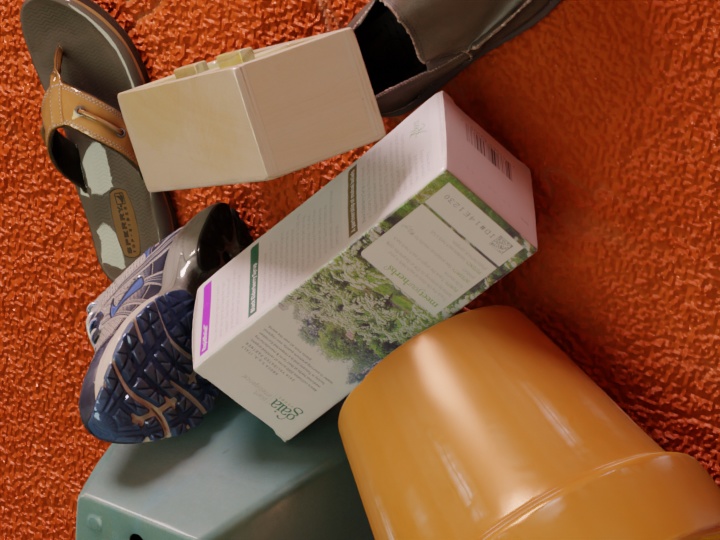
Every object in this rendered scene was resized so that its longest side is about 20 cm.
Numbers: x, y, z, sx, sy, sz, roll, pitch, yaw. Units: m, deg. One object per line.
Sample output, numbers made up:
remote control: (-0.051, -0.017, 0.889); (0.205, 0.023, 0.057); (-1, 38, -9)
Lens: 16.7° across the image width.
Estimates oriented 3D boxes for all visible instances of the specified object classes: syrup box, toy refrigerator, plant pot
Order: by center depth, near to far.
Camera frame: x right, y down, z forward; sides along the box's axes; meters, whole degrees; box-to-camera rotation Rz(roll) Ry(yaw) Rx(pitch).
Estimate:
plant pot: (0.084, 0.129, 1.360); (0.200, 0.199, 0.184); (-51, 61, 35)
syrup box: (0.000, 0.000, 1.385); (0.200, 0.082, 0.079); (-38, 119, 25)
toy refrigerator: (-0.066, -0.091, 1.387); (0.200, 0.076, 0.070); (1, 110, 67)
plant pot: (-0.075, 0.151, 1.456); (0.141, 0.200, 0.142); (18, 116, 28)

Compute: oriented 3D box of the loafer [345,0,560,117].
loafer: (0.048, -0.143, 1.350); (0.073, 0.071, 0.200); (51, 127, 9)

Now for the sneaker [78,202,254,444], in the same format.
sneaker: (-0.125, 0.043, 1.455); (0.085, 0.200, 0.077); (-20, 113, 30)

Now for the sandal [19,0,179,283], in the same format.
sandal: (-0.169, -0.078, 1.531); (0.081, 0.055, 0.201); (-4, 104, 35)
